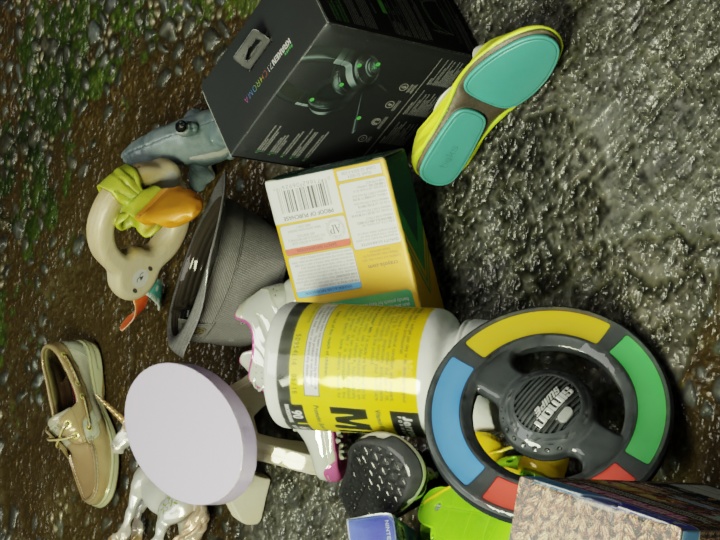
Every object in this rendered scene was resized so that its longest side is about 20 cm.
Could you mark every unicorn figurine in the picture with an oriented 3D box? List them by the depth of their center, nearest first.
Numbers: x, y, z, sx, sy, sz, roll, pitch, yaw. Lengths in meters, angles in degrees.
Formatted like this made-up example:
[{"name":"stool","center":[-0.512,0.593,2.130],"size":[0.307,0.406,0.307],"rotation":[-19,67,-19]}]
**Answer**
[{"name":"unicorn figurine","center":[-0.220,0.239,2.060],"size":[0.200,0.074,0.138],"rotation":[28,97,34]}]

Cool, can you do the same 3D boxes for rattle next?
[{"name":"rattle","center":[-0.203,-0.007,2.029],"size":[0.143,0.130,0.200],"rotation":[17,116,27]}]

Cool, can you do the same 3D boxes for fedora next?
[{"name":"fedora","center":[-0.125,0.006,1.927],"size":[0.177,0.090,0.200],"rotation":[-86,18,-45]}]

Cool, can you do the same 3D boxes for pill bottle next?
[{"name":"pill bottle","center":[0.026,0.086,1.678],"size":[0.199,0.114,0.115],"rotation":[2,86,19]}]

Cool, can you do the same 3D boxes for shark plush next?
[{"name":"shark plush","center":[-0.164,-0.137,2.025],"size":[0.200,0.083,0.091],"rotation":[-5,81,50]}]

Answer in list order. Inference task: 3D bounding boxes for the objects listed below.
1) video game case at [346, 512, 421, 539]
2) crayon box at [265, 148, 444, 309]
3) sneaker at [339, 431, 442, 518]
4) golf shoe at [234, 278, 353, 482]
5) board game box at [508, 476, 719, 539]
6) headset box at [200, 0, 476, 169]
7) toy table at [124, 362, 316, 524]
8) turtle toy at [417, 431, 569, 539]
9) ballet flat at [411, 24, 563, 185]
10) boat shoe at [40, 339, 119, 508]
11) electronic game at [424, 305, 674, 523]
[{"name":"video game case","center":[0.038,0.318,1.647],"size":[0.045,0.181,0.201],"rotation":[-10,73,8]},{"name":"crayon box","center":[0.000,0.000,1.763],"size":[0.125,0.052,0.200],"rotation":[-10,99,27]},{"name":"sneaker","center":[0.035,0.172,1.695],"size":[0.072,0.083,0.200],"rotation":[59,161,9]},{"name":"golf shoe","center":[-0.063,0.108,1.844],"size":[0.091,0.075,0.200],"rotation":[-14,78,9]},{"name":"board game box","center":[0.230,0.214,1.397],"size":[0.159,0.200,0.097],"rotation":[13,94,51]},{"name":"headset box","center":[-0.023,-0.181,1.768],"size":[0.174,0.200,0.093],"rotation":[-51,49,34]},{"name":"toy table","center":[-0.130,0.160,1.913],"size":[0.200,0.117,0.184],"rotation":[39,115,45]},{"name":"turtle toy","center":[0.114,0.217,1.617],"size":[0.200,0.101,0.146],"rotation":[2,63,53]},{"name":"ballet flat","center":[0.106,-0.160,1.720],"size":[0.200,0.067,0.067],"rotation":[-51,28,36]},{"name":"boat shoe","center":[-0.323,0.172,2.188],"size":[0.074,0.066,0.200],"rotation":[-39,56,41]},{"name":"electronic game","center":[0.150,0.114,1.547],"size":[0.042,0.200,0.200],"rotation":[78,168,-55]}]
